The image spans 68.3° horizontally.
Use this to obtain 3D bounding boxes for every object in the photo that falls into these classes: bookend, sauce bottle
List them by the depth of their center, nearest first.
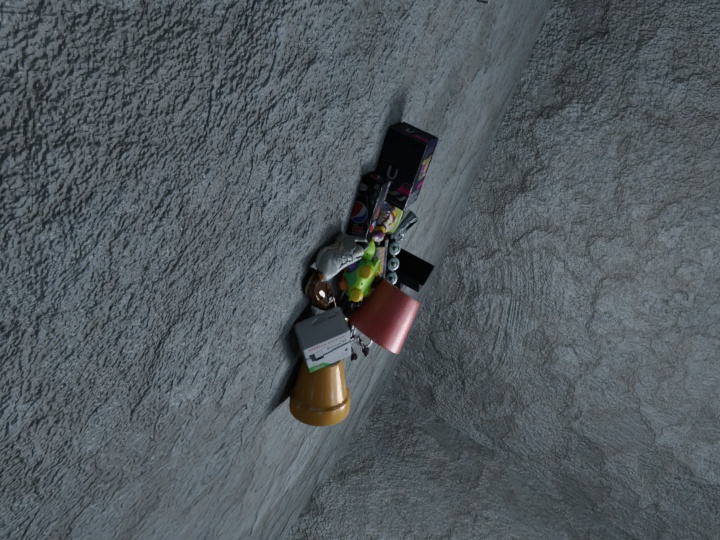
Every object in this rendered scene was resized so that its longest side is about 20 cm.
[{"bbox_3d":[-0.069,0.148,1.737,0.203,0.065,0.066,-68,165,8],"label":"sauce bottle"},{"bbox_3d":[0.181,0.014,2.108,0.093,0.198,0.200,-56,164,-20],"label":"bookend"}]

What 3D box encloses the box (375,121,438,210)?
[{"bbox_3d":[0.121,-0.294,1.496,0.106,0.121,0.203,-40,153,-55],"label":"box"}]

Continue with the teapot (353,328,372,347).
[{"bbox_3d":[0.076,0.191,2.041,0.195,0.148,0.200,-26,172,-29],"label":"teapot"}]

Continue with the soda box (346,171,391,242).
[{"bbox_3d":[0.019,-0.167,1.479,0.071,0.063,0.203,-39,152,-56],"label":"soda box"}]

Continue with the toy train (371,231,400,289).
[{"bbox_3d":[0.066,-0.029,1.773,0.112,0.085,0.204,-3,110,-25],"label":"toy train"}]

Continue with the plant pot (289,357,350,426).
[{"bbox_3d":[-0.126,0.357,1.690,0.200,0.197,0.187,-36,136,-60],"label":"plant pot"}]

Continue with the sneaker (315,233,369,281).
[{"bbox_3d":[-0.044,-0.041,1.389,0.201,0.090,0.077,-53,133,-48],"label":"sneaker"}]

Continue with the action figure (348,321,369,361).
[{"bbox_3d":[-0.044,0.221,1.878,0.118,0.102,0.203,-30,114,-13],"label":"action figure"}]

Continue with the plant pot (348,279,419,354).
[{"bbox_3d":[0.087,0.140,1.717,0.179,0.199,0.200,-57,166,1],"label":"plant pot"}]

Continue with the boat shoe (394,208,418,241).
[{"bbox_3d":[0.155,-0.147,1.976,0.201,0.061,0.073,-55,-179,-33],"label":"boat shoe"}]

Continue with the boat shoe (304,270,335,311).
[{"bbox_3d":[-0.103,0.060,1.444,0.073,0.067,0.201,-58,165,-17],"label":"boat shoe"}]

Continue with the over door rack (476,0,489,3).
[{"bbox_3d":[0.319,-0.809,1.355,0.148,0.066,0.202,-52,142,-36],"label":"over door rack"}]

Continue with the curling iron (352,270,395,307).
[{"bbox_3d":[0.044,0.063,1.876,0.199,0.050,0.026,-37,152,4],"label":"curling iron"}]

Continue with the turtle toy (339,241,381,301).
[{"bbox_3d":[0.000,0.000,1.633,0.203,0.100,0.146,-66,167,11],"label":"turtle toy"}]

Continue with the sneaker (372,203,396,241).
[{"bbox_3d":[0.060,-0.158,1.647,0.200,0.074,0.092,-50,155,-61],"label":"sneaker"}]

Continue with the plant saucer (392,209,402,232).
[{"bbox_3d":[0.103,-0.173,1.837,0.202,0.031,0.201,-57,165,-23],"label":"plant saucer"}]

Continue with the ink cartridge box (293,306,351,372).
[{"bbox_3d":[-0.106,0.203,1.535,0.144,0.084,0.201,-22,153,-10],"label":"ink cartridge box"}]
